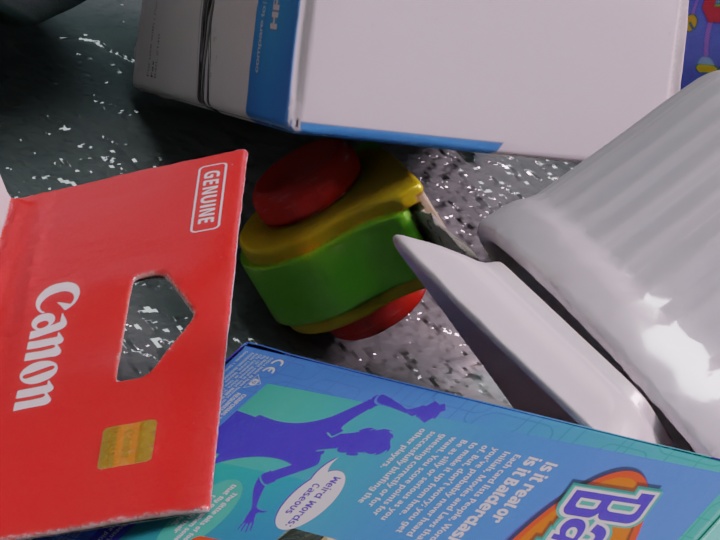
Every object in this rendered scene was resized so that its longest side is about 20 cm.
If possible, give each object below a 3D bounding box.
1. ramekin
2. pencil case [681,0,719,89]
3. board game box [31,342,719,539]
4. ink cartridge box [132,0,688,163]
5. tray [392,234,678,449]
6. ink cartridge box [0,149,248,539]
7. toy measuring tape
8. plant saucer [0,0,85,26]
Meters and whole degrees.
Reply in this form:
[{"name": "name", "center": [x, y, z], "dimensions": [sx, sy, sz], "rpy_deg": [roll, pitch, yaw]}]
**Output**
[{"name": "ramekin", "center": [0.136, 0.032, 0.889], "dimensions": [0.201, 0.098, 0.200], "rpy_deg": [49, -2, 2]}, {"name": "pencil case", "center": [0.174, -0.090, 1.156], "dimensions": [0.200, 0.087, 0.078], "rpy_deg": [7, 59, 46]}, {"name": "board game box", "center": [-0.005, 0.095, 0.752], "dimensions": [0.200, 0.045, 0.152], "rpy_deg": [12, 44, 45]}, {"name": "ink cartridge box", "center": [0.013, -0.092, 1.055], "dimensions": [0.146, 0.086, 0.200], "rpy_deg": [5, 7, -21]}, {"name": "tray", "center": [0.080, 0.060, 0.868], "dimensions": [0.022, 0.200, 0.107], "rpy_deg": [-43, 54, -4]}, {"name": "ink cartridge box", "center": [-0.129, 0.016, 0.860], "dimensions": [0.175, 0.045, 0.200], "rpy_deg": [-13, 32, 9]}, {"name": "toy measuring tape", "center": [0.000, 0.000, 0.975], "dimensions": [0.073, 0.074, 0.200], "rpy_deg": [8, 14, -16]}, {"name": "plant saucer", "center": [-0.189, -0.134, 1.074], "dimensions": [0.199, 0.036, 0.200], "rpy_deg": [19, -1, 0]}]
